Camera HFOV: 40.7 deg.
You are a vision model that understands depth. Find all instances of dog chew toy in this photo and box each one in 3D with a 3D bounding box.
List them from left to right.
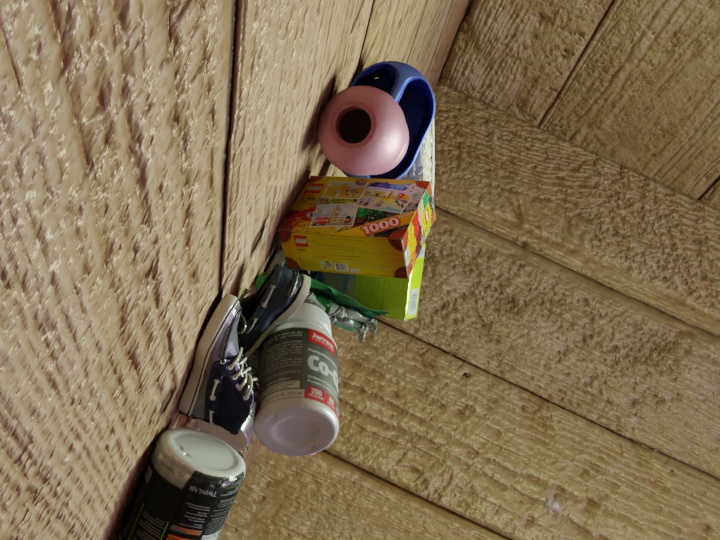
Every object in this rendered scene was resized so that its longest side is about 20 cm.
[{"bbox_3d":[0.014,-0.193,1.399,0.125,0.124,0.200,-65,167,4],"label":"dog chew toy"}]

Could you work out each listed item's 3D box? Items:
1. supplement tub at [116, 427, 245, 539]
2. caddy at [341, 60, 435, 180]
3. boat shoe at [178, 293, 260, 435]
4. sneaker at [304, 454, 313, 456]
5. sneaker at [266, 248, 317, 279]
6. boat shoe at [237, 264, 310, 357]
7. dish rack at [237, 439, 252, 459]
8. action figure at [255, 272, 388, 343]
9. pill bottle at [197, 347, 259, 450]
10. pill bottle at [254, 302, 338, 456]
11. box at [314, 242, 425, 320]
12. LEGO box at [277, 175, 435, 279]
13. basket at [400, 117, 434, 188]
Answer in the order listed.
[{"bbox_3d":[-0.237,0.315,1.249,0.123,0.122,0.201,-56,171,-78],"label":"supplement tub"},{"bbox_3d":[0.034,-0.231,1.543,0.105,0.141,0.201,-115,-131,-86],"label":"caddy"},{"bbox_3d":[-0.164,0.124,1.252,0.075,0.092,0.200,-62,176,-54],"label":"boat shoe"},{"bbox_3d":[-0.072,0.184,1.437,0.200,0.079,0.096,-81,-165,-55],"label":"sneaker"},{"bbox_3d":[-0.130,0.063,1.563,0.071,0.080,0.201,-62,176,-57],"label":"sneaker"},{"bbox_3d":[-0.144,0.059,1.343,0.200,0.062,0.075,-41,-152,43],"label":"boat shoe"},{"bbox_3d":[-0.226,0.303,1.531,0.200,0.055,0.153,-42,-173,19],"label":"dish rack"},{"bbox_3d":[-0.070,0.052,1.487,0.118,0.199,0.055,-39,-148,55],"label":"action figure"},{"bbox_3d":[-0.165,0.165,1.460,0.111,0.111,0.200,112,3,-50],"label":"pill bottle"},{"bbox_3d":[-0.087,0.146,1.351,0.200,0.113,0.114,-92,-161,-47],"label":"pill bottle"},{"bbox_3d":[0.000,0.000,1.548,0.048,0.199,0.123,-9,109,-60],"label":"box"},{"bbox_3d":[-0.003,-0.069,1.473,0.149,0.199,0.077,-64,151,-45],"label":"LEGO box"},{"bbox_3d":[0.055,-0.211,1.673,0.123,0.135,0.201,8,82,-81],"label":"basket"}]
